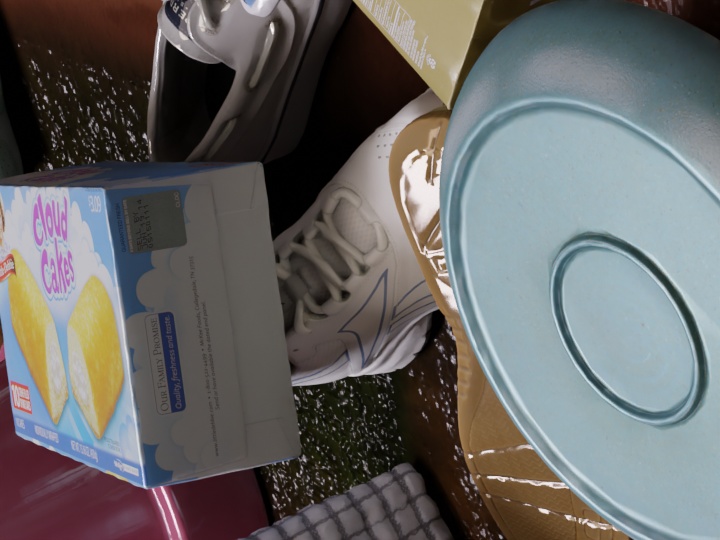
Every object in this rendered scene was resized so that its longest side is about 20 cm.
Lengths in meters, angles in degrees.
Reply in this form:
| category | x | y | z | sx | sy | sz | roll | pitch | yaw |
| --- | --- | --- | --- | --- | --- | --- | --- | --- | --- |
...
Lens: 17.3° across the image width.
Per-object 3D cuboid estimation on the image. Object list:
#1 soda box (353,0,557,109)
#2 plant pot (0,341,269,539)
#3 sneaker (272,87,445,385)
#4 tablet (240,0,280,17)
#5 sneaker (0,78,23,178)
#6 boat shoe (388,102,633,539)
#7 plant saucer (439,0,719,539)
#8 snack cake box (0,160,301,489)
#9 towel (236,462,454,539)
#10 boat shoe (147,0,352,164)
| category | x | y | z | sx | sy | sz | roll | pitch | yaw |
| --- | --- | --- | --- | --- | --- | --- | --- | --- | --- |
| soda box | 0.056 | -0.148 | 0.756 | 0.064 | 0.067 | 0.201 | 50 | 147 | 24 |
| plant pot | -0.171 | 0.135 | 1.226 | 0.200 | 0.178 | 0.201 | 38 | 140 | 40 |
| sneaker | 0.000 | 0.000 | 0.940 | 0.075 | 0.087 | 0.200 | 57 | 149 | 17 |
| tablet | -0.017 | -0.199 | 0.841 | 0.200 | 0.014 | 0.131 | -49 | 56 | 47 |
| sneaker | -0.252 | -0.071 | 1.305 | 0.200 | 0.073 | 0.119 | -8 | 98 | 57 |
| boat shoe | 0.073 | 0.023 | 0.857 | 0.073 | 0.069 | 0.201 | 5 | 121 | 39 |
| plant saucer | 0.089 | 0.014 | 0.733 | 0.200 | 0.027 | 0.201 | 36 | 141 | 36 |
| snack cake box | -0.094 | 0.015 | 0.966 | 0.200 | 0.067 | 0.116 | -175 | 75 | -68 |
| towel | -0.009 | 0.208 | 1.033 | 0.201 | 0.165 | 0.086 | 60 | 158 | 12 |
| boat shoe | -0.052 | -0.111 | 0.963 | 0.072 | 0.065 | 0.200 | 53 | 149 | 22 |
